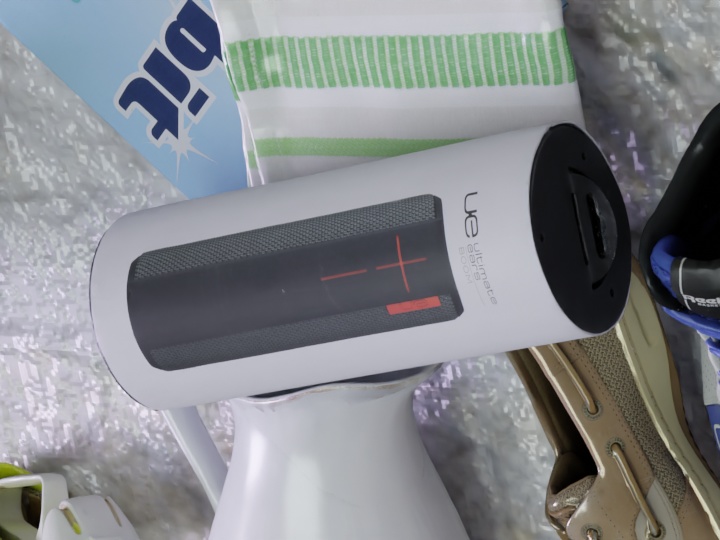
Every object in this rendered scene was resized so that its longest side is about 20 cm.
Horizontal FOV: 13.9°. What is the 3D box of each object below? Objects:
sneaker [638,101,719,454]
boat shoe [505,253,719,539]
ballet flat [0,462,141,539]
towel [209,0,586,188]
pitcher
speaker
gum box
[{"bbox_3d":[0.144,0.009,1.089,0.080,0.115,0.200,11,119,27],"label":"sneaker"},{"bbox_3d":[0.102,0.086,1.169,0.200,0.064,0.071,69,164,-7],"label":"boat shoe"},{"bbox_3d":[-0.130,0.127,1.301,0.200,0.067,0.067,18,107,62],"label":"ballet flat"},{"bbox_3d":[0.007,-0.094,1.122,0.152,0.023,0.201,0,114,28],"label":"towel"},{"bbox_3d":[-0.026,0.110,1.246,0.171,0.121,0.201,21,124,47],"label":"pitcher"},{"bbox_3d":[0.000,0.000,1.114,0.200,0.081,0.081,-10,108,31],"label":"speaker"},{"bbox_3d":[-0.042,-0.111,1.183,0.200,0.045,0.170,43,126,6],"label":"gum box"}]
